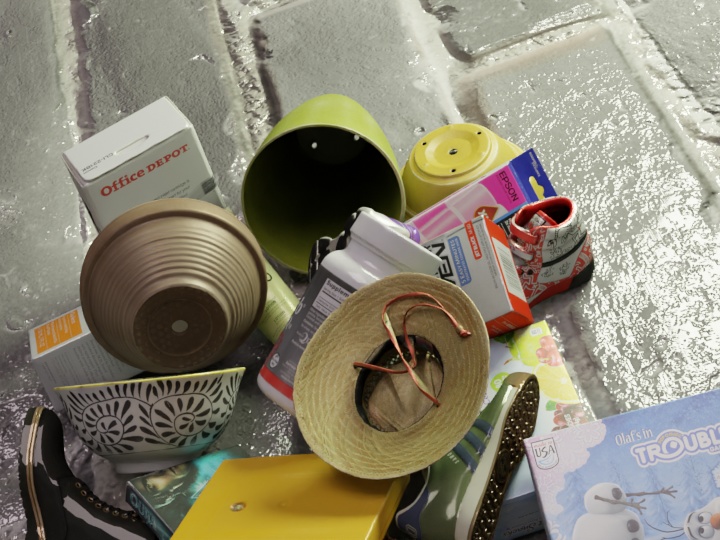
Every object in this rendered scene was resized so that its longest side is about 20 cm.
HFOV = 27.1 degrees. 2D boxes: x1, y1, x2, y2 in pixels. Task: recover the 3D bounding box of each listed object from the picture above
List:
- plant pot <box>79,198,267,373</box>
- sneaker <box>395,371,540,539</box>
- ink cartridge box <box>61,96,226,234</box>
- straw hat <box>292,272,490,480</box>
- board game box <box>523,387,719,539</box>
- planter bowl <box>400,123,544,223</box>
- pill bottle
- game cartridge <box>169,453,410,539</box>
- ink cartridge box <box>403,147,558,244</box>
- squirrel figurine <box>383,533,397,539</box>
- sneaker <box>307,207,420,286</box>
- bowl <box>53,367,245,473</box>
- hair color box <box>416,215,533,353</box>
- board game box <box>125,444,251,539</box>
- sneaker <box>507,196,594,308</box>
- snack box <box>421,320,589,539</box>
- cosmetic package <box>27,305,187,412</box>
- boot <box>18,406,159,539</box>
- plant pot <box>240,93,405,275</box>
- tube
[{"bbox_3d":[-0.190,0.034,1.551,0.198,0.203,0.093,-20,31,-1],"label":"plant pot"},{"bbox_3d":[0.094,0.168,1.360,0.089,0.068,0.201,4,46,27],"label":"sneaker"},{"bbox_3d":[-0.240,-0.077,1.735,0.143,0.201,0.084,-30,43,-13],"label":"ink cartridge box"},{"bbox_3d":[0.042,0.112,1.382,0.198,0.085,0.204,-9,61,15],"label":"straw hat"},{"bbox_3d":[0.262,0.221,1.309,0.197,0.043,0.201,-15,64,3],"label":"board game box"},{"bbox_3d":[0.114,-0.110,1.727,0.197,0.084,0.202,-10,43,9],"label":"planter bowl"},{"bbox_3d":[-0.008,0.053,1.470,0.115,0.115,0.202,32,93,41],"label":"pill bottle"},{"bbox_3d":[-0.065,0.224,1.358,0.197,0.033,0.177,-5,24,21],"label":"game cartridge"},{"bbox_3d":[0.136,-0.049,1.651,0.199,0.095,0.037,-31,6,-15],"label":"ink cartridge box"},{"bbox_3d":[0.007,0.320,1.311,0.184,0.143,0.201,-17,27,18],"label":"squirrel figurine"},{"bbox_3d":[0.000,0.000,1.619,0.082,0.200,0.082,11,68,-24],"label":"sneaker"},{"bbox_3d":[-0.212,0.156,1.539,0.198,0.201,0.096,-6,88,14],"label":"bowl"},{"bbox_3d":[0.066,0.039,1.538,0.198,0.064,0.112,-27,64,21],"label":"hair color box"},{"bbox_3d":[-0.119,0.249,1.435,0.134,0.028,0.200,-14,37,-37],"label":"board game box"},{"bbox_3d":[0.157,0.000,1.579,0.200,0.109,0.067,-32,43,-13],"label":"sneaker"},{"bbox_3d":[0.135,0.161,1.451,0.166,0.068,0.201,-18,41,1],"label":"snack box"},{"bbox_3d":[-0.266,0.070,1.667,0.198,0.072,0.101,-25,21,-7],"label":"cosmetic package"},{"bbox_3d":[-0.263,0.231,1.491,0.136,0.077,0.203,-9,78,4],"label":"boot"},{"bbox_3d":[-0.037,-0.123,1.748,0.184,0.189,0.201,-11,27,9],"label":"plant pot"},{"bbox_3d":[-0.117,0.020,1.657,0.058,0.052,0.200,-21,57,-37],"label":"tube"}]
